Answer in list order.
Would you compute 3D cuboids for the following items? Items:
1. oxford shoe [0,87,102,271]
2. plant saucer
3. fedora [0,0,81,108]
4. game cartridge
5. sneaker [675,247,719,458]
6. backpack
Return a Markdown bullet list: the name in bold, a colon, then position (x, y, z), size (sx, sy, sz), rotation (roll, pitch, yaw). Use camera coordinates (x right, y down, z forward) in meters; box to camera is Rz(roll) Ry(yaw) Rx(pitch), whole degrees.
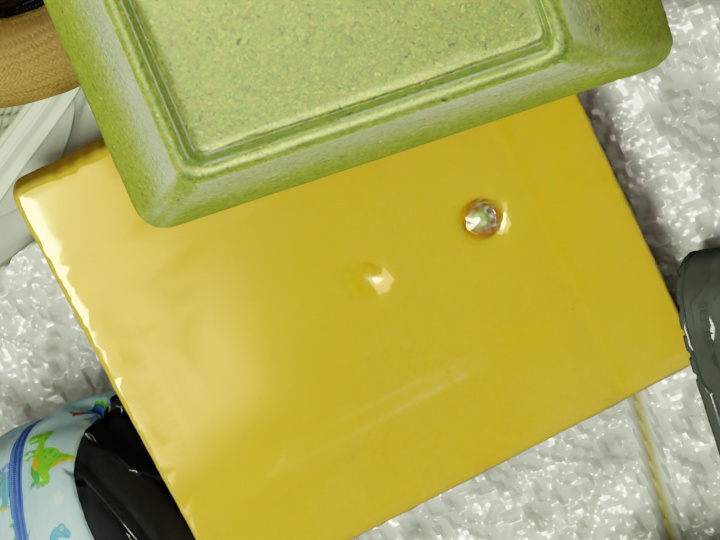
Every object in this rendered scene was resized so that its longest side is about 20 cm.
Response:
- **oxford shoe**: position (-0.141, -0.029, 1.000), size (0.058, 0.075, 0.200), rotation (20, 126, -35)
- **plant saucer**: position (-0.018, -0.117, 0.845), size (0.199, 0.048, 0.200), rotation (-18, 114, 10)
- **fedora**: position (-0.137, -0.159, 0.910), size (0.200, 0.082, 0.202), rotation (-3, 101, -17)
- **game cartridge**: position (0.000, 0.000, 0.949), size (0.199, 0.032, 0.177), rotation (-26, 104, 1)
- **sneaker**: position (0.182, 0.046, 0.945), size (0.104, 0.060, 0.201), rotation (-13, 106, 25)
- **backpack**: position (-0.086, 0.148, 1.013), size (0.153, 0.163, 0.201), rotation (-11, 103, 27)
